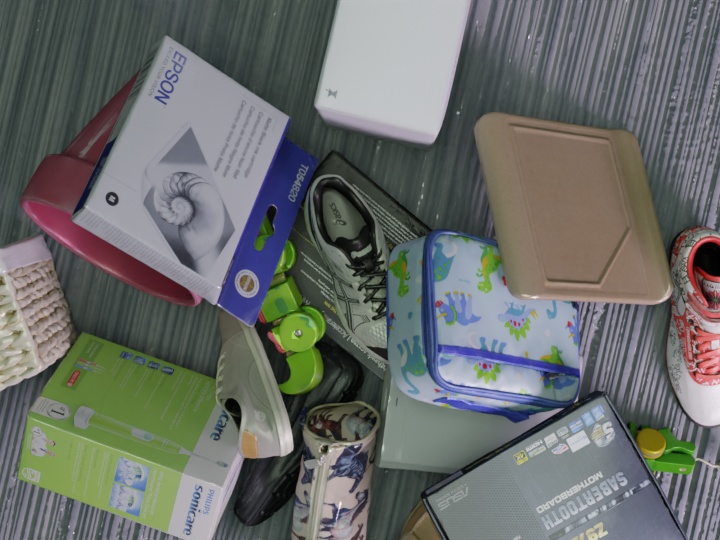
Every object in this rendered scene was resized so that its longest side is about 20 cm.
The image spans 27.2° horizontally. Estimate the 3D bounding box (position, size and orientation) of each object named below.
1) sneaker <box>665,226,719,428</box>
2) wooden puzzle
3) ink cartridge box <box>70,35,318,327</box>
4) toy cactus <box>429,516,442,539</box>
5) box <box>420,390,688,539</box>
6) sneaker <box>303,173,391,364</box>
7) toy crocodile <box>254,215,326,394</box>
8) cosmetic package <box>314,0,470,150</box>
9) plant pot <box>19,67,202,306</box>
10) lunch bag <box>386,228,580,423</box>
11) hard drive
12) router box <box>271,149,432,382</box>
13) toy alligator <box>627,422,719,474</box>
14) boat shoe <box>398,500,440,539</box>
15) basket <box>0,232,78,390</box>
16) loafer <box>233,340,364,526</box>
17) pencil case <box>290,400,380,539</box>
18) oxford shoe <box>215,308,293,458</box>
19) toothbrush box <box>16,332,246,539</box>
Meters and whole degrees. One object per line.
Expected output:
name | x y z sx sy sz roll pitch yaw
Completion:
sneaker | 0.338 0.058 1.453 0.066 0.108 0.204 -3 90 2
wooden puzzle | 0.203 -0.056 1.433 0.198 0.037 0.187 1 69 -34
ink cartridge box | -0.138 -0.081 1.354 0.199 0.040 0.201 32 60 -22
toy cactus | 0.122 0.285 1.448 0.200 0.102 0.165 -47 128 -9
box | 0.177 0.228 1.371 0.199 0.051 0.159 -29 89 -1
sneaker | 0.000 0.000 1.409 0.075 0.088 0.201 -30 80 -6
toy crocodile | -0.082 0.023 1.442 0.061 0.068 0.202 -22 93 8
cosmetic package | 0.037 -0.230 1.419 0.122 0.200 0.201 13 91 2
plant pot | -0.201 -0.091 1.444 0.199 0.200 0.180 28 76 2
lunch bag | 0.119 0.055 1.395 0.199 0.082 0.162 14 69 -35
hard drive | 0.118 0.137 1.474 0.198 0.026 0.133 8 91 -16
router box | 0.004 -0.002 1.495 0.200 0.051 0.150 40 93 2
toy alligator | 0.290 0.177 1.488 0.198 0.060 0.055 1 48 -6
boat shoe | 0.060 0.303 1.487 0.071 0.065 0.201 29 92 2
basket | -0.362 0.051 1.442 0.135 0.200 0.124 -24 96 3
loafer | -0.072 0.164 1.496 0.070 0.068 0.202 33 94 20
pencil case | -0.031 0.228 1.450 0.077 0.089 0.202 22 117 30
oxford shoe | -0.117 0.105 1.442 0.057 0.201 0.076 -14 133 -10
toothbrush box | -0.212 0.162 1.449 0.198 0.146 0.087 18 124 2
